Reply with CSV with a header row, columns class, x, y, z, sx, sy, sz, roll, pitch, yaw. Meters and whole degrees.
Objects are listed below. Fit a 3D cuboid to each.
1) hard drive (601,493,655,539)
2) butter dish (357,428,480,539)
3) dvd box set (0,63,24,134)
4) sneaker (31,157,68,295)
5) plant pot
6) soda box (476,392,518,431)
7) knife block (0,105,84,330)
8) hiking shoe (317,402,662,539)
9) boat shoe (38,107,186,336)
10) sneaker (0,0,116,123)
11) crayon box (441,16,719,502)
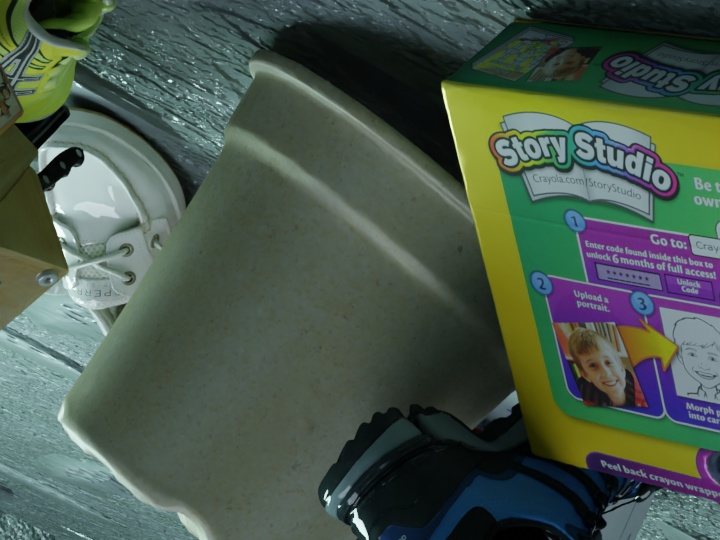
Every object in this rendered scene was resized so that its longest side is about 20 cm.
class,x,y,z,sx,sy,sz,roll,pitch,yaw
hard drive,0.087,0.158,1.415,0.200,0.132,0.027,-8,-144,-47
butter dish,0.000,0.093,1.425,0.147,0.200,0.200,-9,-160,-14
dvd box set,-0.231,-0.144,1.037,0.146,0.029,0.200,11,135,42
sneaker,-0.217,-0.051,1.462,0.199,0.078,0.099,23,-168,-24
plant pot,-0.026,0.038,1.118,0.200,0.184,0.200,39,175,4
soda box,0.104,0.046,1.289,0.068,0.064,0.200,24,166,-4
knife block,-0.212,-0.060,1.192,0.200,0.064,0.176,21,-143,-50
hiking shoe,0.072,0.102,1.059,0.200,0.074,0.087,-7,-128,-42
boat shoe,-0.133,-0.009,1.389,0.071,0.069,0.200,6,147,22
sneaker,-0.148,-0.107,1.117,0.076,0.076,0.200,22,167,10
crayon box,0.138,0.003,0.938,0.200,0.058,0.173,11,127,39
